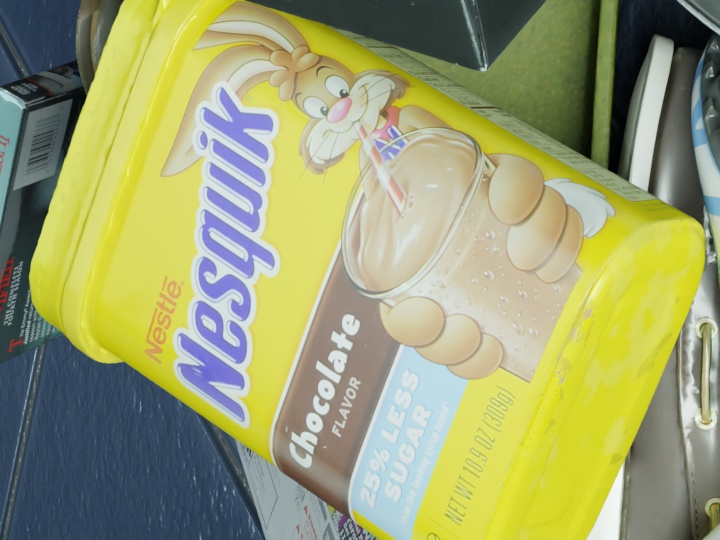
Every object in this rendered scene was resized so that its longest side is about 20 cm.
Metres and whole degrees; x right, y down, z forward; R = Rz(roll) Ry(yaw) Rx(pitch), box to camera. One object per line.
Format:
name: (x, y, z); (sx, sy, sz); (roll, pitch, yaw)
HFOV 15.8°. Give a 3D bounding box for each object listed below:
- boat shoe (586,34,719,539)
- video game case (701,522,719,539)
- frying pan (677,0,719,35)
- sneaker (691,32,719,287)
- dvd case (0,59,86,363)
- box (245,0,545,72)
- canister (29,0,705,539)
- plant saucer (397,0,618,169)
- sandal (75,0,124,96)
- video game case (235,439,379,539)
boat shoe: (0.112, 0.022, 0.885); (0.072, 0.059, 0.202); (-36, -49, -80)
video game case: (0.125, 0.200, 0.856); (0.183, 0.022, 0.200); (62, 146, 21)
frying pan: (0.148, -0.093, 0.806); (0.031, 0.115, 0.190); (-62, -9, 27)
sneaker: (0.140, 0.009, 0.816); (0.073, 0.071, 0.201); (119, 145, -58)
dvd case: (-0.104, -0.044, 1.199); (0.022, 0.200, 0.147); (32, 125, 24)
box: (-0.014, -0.175, 0.821); (0.199, 0.149, 0.125); (20, 146, 34)
canister: (0.000, 0.000, 0.855); (0.199, 0.086, 0.149); (32, 111, 29)
plant saucer: (0.017, -0.075, 0.976); (0.199, 0.048, 0.201); (-11, 59, 30)
sandal: (-0.060, -0.045, 1.072); (0.081, 0.054, 0.201); (-76, -25, -44)
video game case: (0.010, 0.083, 1.013); (0.182, 0.036, 0.201); (112, 148, -41)
